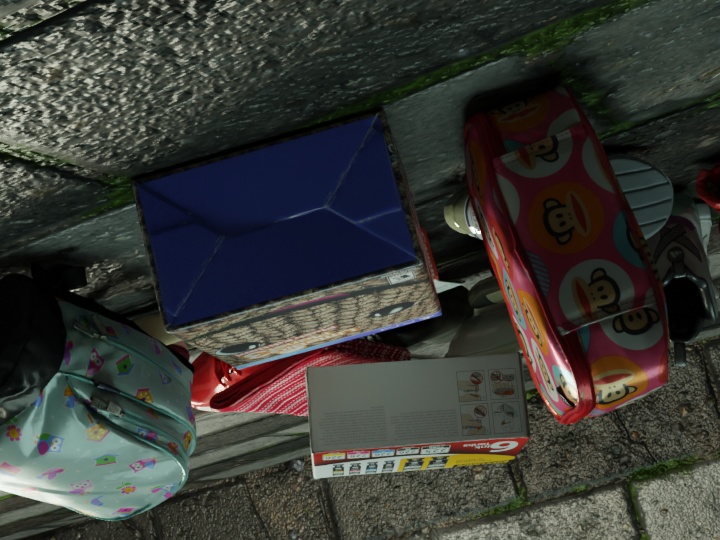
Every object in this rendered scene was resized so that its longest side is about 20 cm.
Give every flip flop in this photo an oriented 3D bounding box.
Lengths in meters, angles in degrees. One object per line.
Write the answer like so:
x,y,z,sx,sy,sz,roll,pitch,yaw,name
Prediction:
0.155,-0.009,1.194,0.081,0.058,0.200,-17,-175,33,flip flop

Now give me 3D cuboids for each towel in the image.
-0.044,0.109,1.249,0.144,0.023,0.200,-30,161,19,towel

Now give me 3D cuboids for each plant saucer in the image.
0.170,0.040,1.261,0.199,0.050,0.200,-20,-179,0,plant saucer

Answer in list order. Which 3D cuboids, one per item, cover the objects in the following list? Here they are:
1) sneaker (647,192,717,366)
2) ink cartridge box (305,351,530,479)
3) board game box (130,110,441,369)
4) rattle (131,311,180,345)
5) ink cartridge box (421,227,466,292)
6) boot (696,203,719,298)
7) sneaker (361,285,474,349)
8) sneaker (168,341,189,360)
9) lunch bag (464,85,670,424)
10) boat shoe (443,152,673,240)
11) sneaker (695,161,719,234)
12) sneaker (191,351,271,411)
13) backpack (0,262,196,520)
0.297,0.038,1.196,0.077,0.140,0.200,-11,141,14,sneaker
0.050,0.146,1.215,0.199,0.084,0.176,-4,161,-2,ink cartridge box
-0.039,-0.011,0.830,0.159,0.097,0.200,-15,168,4,board game box
-0.152,0.087,1.046,0.199,0.144,0.130,-14,166,9,rattle
0.000,0.000,1.049,0.109,0.051,0.200,-20,168,24,ink cartridge box
0.341,-0.008,1.308,0.073,0.096,0.200,-18,168,18,boot
0.020,0.062,1.340,0.199,0.076,0.091,-30,157,22,sneaker
-0.232,0.109,1.171,0.075,0.091,0.199,-23,165,35,sneaker
0.130,-0.005,0.818,0.082,0.201,0.176,-19,168,0,lunch bag
0.155,-0.056,0.973,0.199,0.072,0.062,-3,-172,-33,boat shoe
0.331,-0.072,1.098,0.084,0.077,0.200,-3,162,2,sneaker
-0.117,0.070,1.219,0.199,0.079,0.115,-32,154,20,sneaker
-0.212,0.097,0.921,0.166,0.127,0.200,-24,142,30,backpack
